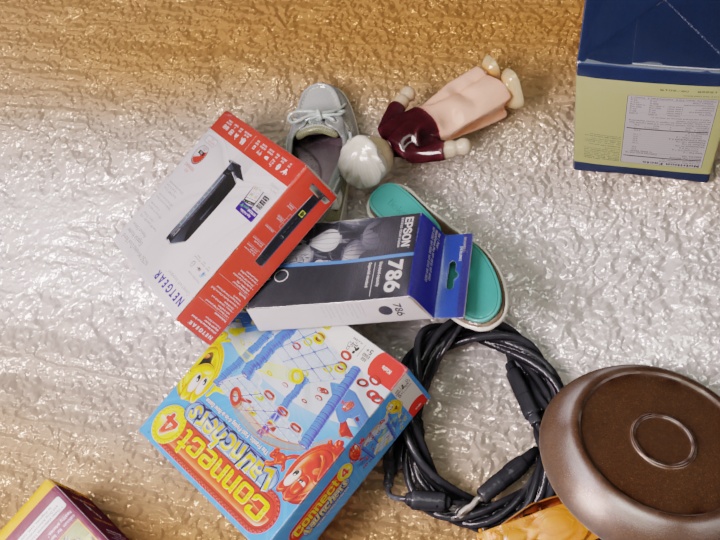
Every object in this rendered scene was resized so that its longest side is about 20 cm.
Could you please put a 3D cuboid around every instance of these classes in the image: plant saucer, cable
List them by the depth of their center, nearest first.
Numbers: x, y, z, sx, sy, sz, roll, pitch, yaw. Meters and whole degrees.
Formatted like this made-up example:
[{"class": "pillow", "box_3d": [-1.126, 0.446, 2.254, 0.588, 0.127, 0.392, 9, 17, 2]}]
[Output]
[{"class": "plant saucer", "box_3d": [0.250, 0.150, 0.871, 0.197, 0.032, 0.202, 3, 44, -3]}, {"class": "cable", "box_3d": [0.109, 0.130, 0.945, 0.161, 0.051, 0.202, 10, 70, 14]}]

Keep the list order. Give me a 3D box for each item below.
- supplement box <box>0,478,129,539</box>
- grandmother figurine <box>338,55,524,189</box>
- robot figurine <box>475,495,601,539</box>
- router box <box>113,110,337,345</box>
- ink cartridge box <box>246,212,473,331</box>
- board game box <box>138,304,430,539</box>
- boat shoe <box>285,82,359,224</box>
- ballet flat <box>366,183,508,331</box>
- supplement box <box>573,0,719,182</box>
[{"class": "supplement box", "box_3d": [-0.237, 0.297, 0.926, 0.199, 0.086, 0.111, 38, 79, 22]}, {"class": "grandmother figurine", "box_3d": [0.067, -0.141, 1.033, 0.199, 0.061, 0.121, -30, 35, -14]}, {"class": "robot figurine", "box_3d": [0.204, 0.239, 0.873, 0.198, 0.058, 0.146, -16, 67, -3]}, {"class": "router box", "box_3d": [-0.136, -0.048, 1.001, 0.180, 0.049, 0.200, -49, 37, -3]}, {"class": "ink cartridge box", "box_3d": [0.000, 0.000, 0.942, 0.197, 0.039, 0.100, -5, 50, 18]}, {"class": "board game box", "box_3d": [-0.073, 0.130, 0.946, 0.199, 0.056, 0.196, 31, 76, 39]}, {"class": "boat shoe", "box_3d": [-0.043, -0.114, 1.057, 0.073, 0.065, 0.204, 0, 60, 11]}, {"class": "ballet flat", "box_3d": [0.077, -0.007, 0.988, 0.069, 0.070, 0.200, -38, 55, -5]}, {"class": "supplement box", "box_3d": [0.277, -0.218, 0.968, 0.132, 0.200, 0.202, 7, 70, 14]}]
